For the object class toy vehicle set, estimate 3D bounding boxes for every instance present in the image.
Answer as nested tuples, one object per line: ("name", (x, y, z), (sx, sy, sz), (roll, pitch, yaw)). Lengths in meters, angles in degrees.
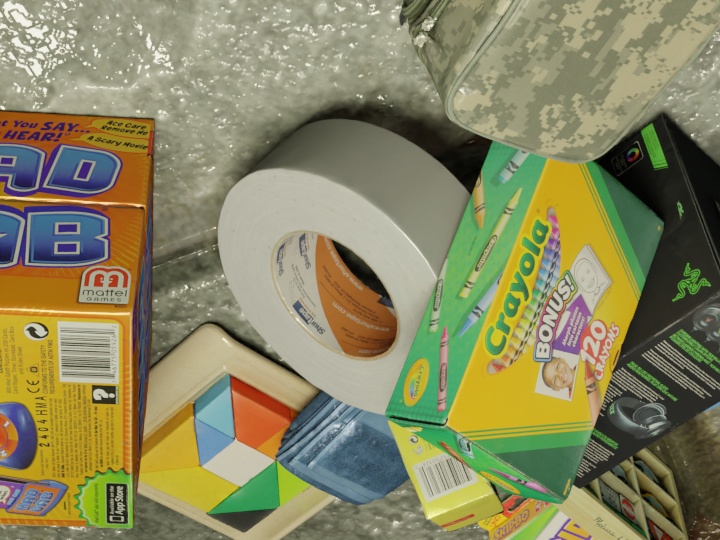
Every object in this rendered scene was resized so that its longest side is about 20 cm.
("toy vehicle set", (0.190, 0.161, 1.235), (0.026, 0.124, 0.200), (-35, 124, 24))

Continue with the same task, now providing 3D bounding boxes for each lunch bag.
("lunch bag", (0.114, -0.185, 0.908), (0.139, 0.168, 0.200), (15, 128, -29))

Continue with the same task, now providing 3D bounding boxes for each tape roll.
("tape roll", (0.000, 0.000, 1.058), (0.200, 0.066, 0.201), (25, 138, 25))

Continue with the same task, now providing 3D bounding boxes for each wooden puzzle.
("wooden puzzle", (-0.103, 0.146, 1.266), (0.200, 0.037, 0.185), (35, 121, -28))

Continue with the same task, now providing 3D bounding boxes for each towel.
("towel", (0.037, 0.102, 1.206), (0.112, 0.049, 0.200), (32, 113, -33))

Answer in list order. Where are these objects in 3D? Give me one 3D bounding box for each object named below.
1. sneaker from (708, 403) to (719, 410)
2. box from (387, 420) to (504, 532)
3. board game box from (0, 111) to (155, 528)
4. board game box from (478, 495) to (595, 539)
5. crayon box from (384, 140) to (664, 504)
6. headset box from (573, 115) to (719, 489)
("sneaker", (0.261, 0.061, 1.188), (0.199, 0.071, 0.083), (-29, 132, 24))
("box", (0.063, 0.139, 1.099), (0.050, 0.075, 0.200), (-23, 167, 1))
("board game box", (-0.244, 0.030, 1.051), (0.199, 0.200, 0.200), (3, 131, -5))
("board game box", (0.204, 0.244, 1.374), (0.200, 0.030, 0.096), (33, 121, -25))
("crayon box", (0.106, 0.028, 0.977), (0.119, 0.200, 0.058), (34, 160, -35))
("headset box", (0.185, 0.018, 1.077), (0.200, 0.174, 0.093), (-36, 129, 26))
